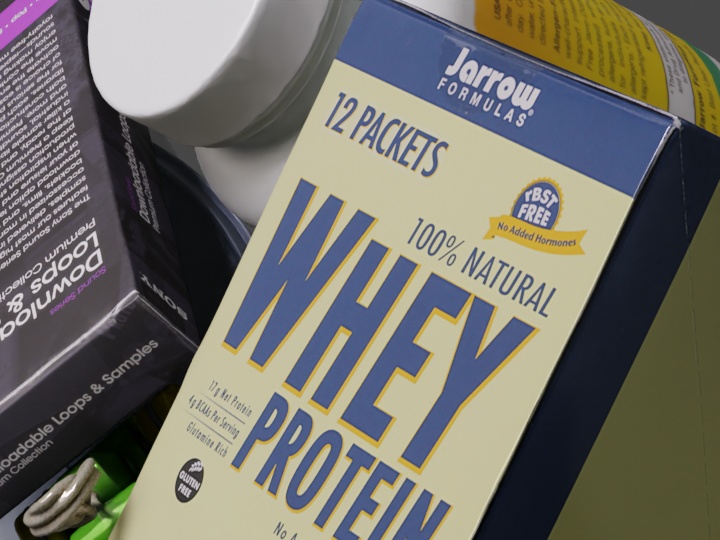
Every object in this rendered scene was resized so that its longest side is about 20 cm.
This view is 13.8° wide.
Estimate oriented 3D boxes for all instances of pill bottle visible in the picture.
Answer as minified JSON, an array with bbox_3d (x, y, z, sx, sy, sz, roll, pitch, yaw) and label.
[{"bbox_3d":[0.020,-0.050,0.905,0.113,0.200,0.113,-25,54,40],"label":"pill bottle"}]

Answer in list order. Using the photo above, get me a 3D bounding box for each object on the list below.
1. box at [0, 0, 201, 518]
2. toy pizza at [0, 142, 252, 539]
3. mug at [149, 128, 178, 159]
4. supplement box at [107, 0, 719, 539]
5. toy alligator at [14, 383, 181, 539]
[{"bbox_3d":[-0.122,0.003,0.898,0.143,0.036,0.200,-39,32,15],"label":"box"},{"bbox_3d":[-0.116,0.046,0.995,0.199,0.032,0.201,-3,79,13],"label":"toy pizza"},{"bbox_3d":[-0.155,-0.001,1.097,0.176,0.199,0.148,58,149,40],"label":"mug"},{"bbox_3d":[0.067,0.063,0.792,0.134,0.199,0.200,29,94,52],"label":"supplement box"},{"bbox_3d":[-0.063,0.075,0.866,0.059,0.054,0.200,-41,1,2],"label":"toy alligator"}]
